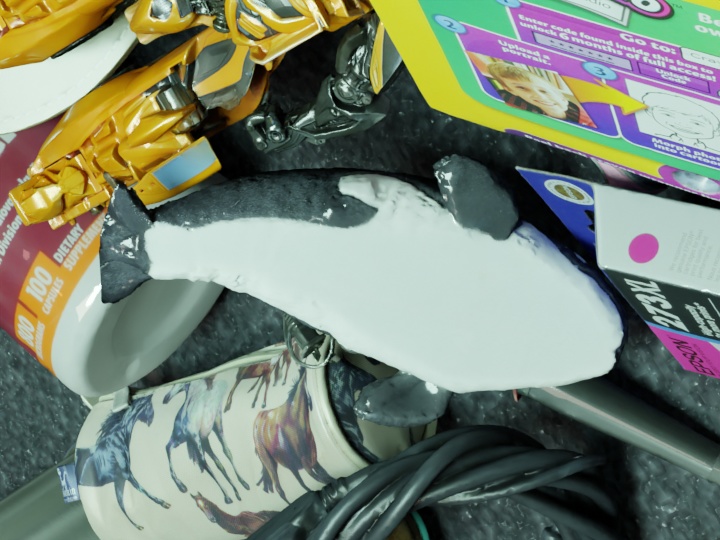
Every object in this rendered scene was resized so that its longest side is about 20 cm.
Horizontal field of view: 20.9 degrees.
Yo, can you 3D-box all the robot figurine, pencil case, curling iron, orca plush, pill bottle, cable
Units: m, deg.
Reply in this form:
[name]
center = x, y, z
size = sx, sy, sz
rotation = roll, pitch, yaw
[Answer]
[robot figurine]
center = -0.069, -0.094, 0.712
size = 0.199, 0.058, 0.146
rotation = -26, 98, 39
[pencil case]
center = -0.050, 0.072, 0.866
size = 0.199, 0.078, 0.090
rotation = -22, 108, 45
[curling iron]
center = 0.056, 0.043, 0.765
size = 0.198, 0.050, 0.026
rotation = 22, 152, 5
[orca plush]
center = 0.000, 0.000, 0.745
size = 0.197, 0.071, 0.106
rotation = -2, 110, -2
[pill bottle]
center = -0.156, -0.047, 0.865
size = 0.199, 0.114, 0.115
rotation = 38, 132, 17
[cable]
center = 0.031, 0.142, 0.798
size = 0.200, 0.051, 0.163
rotation = -39, 117, 19

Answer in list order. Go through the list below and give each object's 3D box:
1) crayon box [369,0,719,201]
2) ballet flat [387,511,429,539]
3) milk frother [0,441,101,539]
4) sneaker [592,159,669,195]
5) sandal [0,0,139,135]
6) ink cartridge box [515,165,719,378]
[crayon box]
center = 0.098, -0.074, 0.542
size = 0.198, 0.059, 0.173
rotation = 19, 167, 20
[ballet flat]
center = 0.001, 0.199, 0.889
size = 0.068, 0.072, 0.202
rotation = 34, 135, 53
[milk frother]
center = -0.203, 0.182, 0.976
size = 0.199, 0.188, 0.182
rotation = 25, 126, 28
[sneaker]
center = 0.045, -0.102, 0.698
size = 0.200, 0.070, 0.082
rotation = 44, 129, 15
[sandal]
center = -0.098, -0.135, 0.802
size = 0.078, 0.070, 0.212
rotation = 46, 108, 0
[ink cartridge box]
center = 0.149, 0.015, 0.664
size = 0.199, 0.037, 0.095
rotation = 17, 165, 35
